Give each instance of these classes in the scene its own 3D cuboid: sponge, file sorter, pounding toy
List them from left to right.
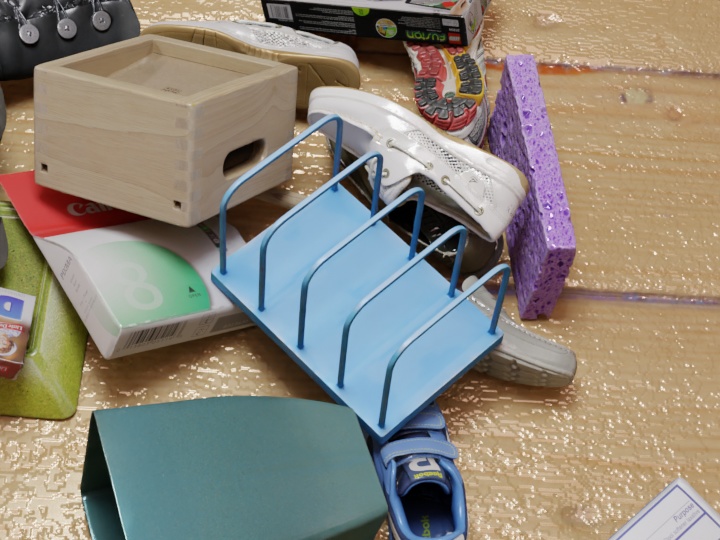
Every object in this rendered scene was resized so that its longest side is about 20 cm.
[{"bbox_3d":[-0.137,-0.103,1.312,0.183,0.143,0.200,16,24,26],"label":"pounding toy"},{"bbox_3d":[0.000,0.000,1.211,0.139,0.123,0.200,-38,67,-24],"label":"file sorter"},{"bbox_3d":[0.144,-0.072,1.348,0.030,0.112,0.201,-2,59,-8],"label":"sponge"}]

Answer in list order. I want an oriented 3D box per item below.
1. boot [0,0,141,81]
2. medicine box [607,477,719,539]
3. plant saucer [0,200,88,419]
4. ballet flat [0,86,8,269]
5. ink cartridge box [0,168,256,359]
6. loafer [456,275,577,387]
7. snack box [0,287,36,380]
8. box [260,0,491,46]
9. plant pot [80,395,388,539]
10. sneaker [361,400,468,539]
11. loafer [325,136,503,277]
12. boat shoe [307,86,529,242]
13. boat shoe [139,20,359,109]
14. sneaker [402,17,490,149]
[{"bbox_3d":[-0.284,-0.177,1.393,0.199,0.065,0.166,-21,105,-38],"label":"boot"},{"bbox_3d":[0.231,0.291,1.146,0.182,0.103,0.200,-36,68,-23],"label":"medicine box"},{"bbox_3d":[-0.321,0.015,1.289,0.199,0.048,0.201,5,59,-3],"label":"plant saucer"},{"bbox_3d":[-0.321,-0.084,1.277,0.067,0.046,0.201,9,65,-44],"label":"ballet flat"},{"bbox_3d":[-0.183,-0.029,1.295,0.160,0.050,0.201,-12,60,-41],"label":"ink cartridge box"},{"bbox_3d":[0.089,0.038,1.302,0.199,0.070,0.070,22,70,8],"label":"loafer"},{"bbox_3d":[-0.351,0.026,1.196,0.199,0.024,0.072,16,44,-17],"label":"snack box"},{"bbox_3d":[0.020,-0.259,1.447,0.199,0.035,0.110,9,46,21],"label":"box"},{"bbox_3d":[-0.091,0.178,1.165,0.199,0.142,0.142,-9,60,-19],"label":"plant pot"},{"bbox_3d":[0.044,0.150,1.224,0.073,0.082,0.201,-10,59,-10],"label":"sneaker"},{"bbox_3d":[0.042,-0.077,1.352,0.200,0.070,0.075,43,99,18],"label":"loafer"},{"bbox_3d":[0.036,-0.086,1.286,0.199,0.071,0.070,26,73,12],"label":"boat shoe"},{"bbox_3d":[-0.100,-0.191,1.418,0.199,0.071,0.069,11,34,-6],"label":"boat shoe"},{"bbox_3d":[0.079,-0.174,1.432,0.077,0.082,0.201,-6,43,10],"label":"sneaker"}]
